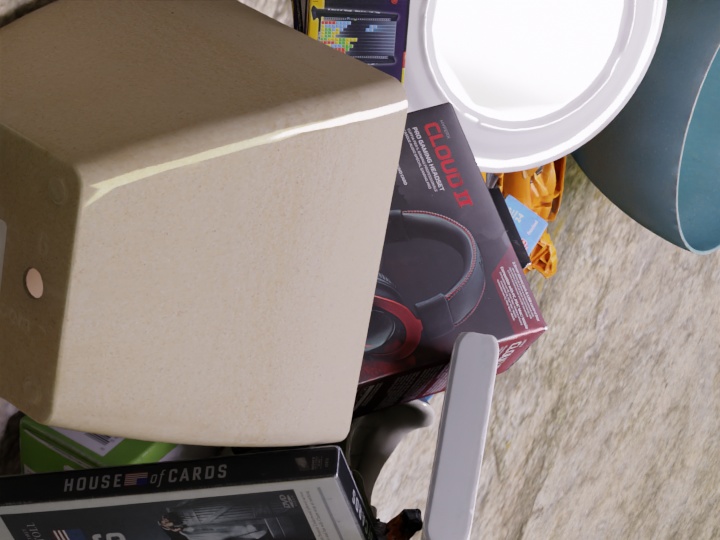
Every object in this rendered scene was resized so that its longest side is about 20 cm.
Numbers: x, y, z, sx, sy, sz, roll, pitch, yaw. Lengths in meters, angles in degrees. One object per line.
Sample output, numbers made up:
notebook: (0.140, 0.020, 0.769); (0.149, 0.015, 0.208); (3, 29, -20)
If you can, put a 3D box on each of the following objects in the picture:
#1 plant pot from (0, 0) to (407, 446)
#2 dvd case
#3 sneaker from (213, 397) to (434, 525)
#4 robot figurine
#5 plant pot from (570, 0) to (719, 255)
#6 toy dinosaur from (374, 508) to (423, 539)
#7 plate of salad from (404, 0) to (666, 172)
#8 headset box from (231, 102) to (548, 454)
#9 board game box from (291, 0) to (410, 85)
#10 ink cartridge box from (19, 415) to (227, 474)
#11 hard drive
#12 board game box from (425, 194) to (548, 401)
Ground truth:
plant pot: (-0.120, -0.023, 1.352); (0.177, 0.200, 0.200); (-13, 122, -43)
dvd case: (-0.089, 0.153, 1.445); (0.150, 0.199, 0.025); (69, 20, -47)
sneaker: (-0.034, 0.128, 1.540); (0.200, 0.090, 0.067); (-54, 152, -21)
robot figurine: (0.098, -0.073, 1.809); (0.145, 0.058, 0.200); (-38, 141, -45)
plant pot: (0.208, -0.126, 1.873); (0.200, 0.135, 0.200); (-41, 142, -43)
toy dinosaur: (-0.009, 0.193, 1.603); (0.136, 0.102, 0.200); (-47, 164, -1)
plate of salad: (0.091, -0.156, 1.602); (0.200, 0.048, 0.201); (-9, 113, -22)
headset box: (0.000, 0.000, 1.520); (0.200, 0.149, 0.075); (-15, 163, -24)
board game box: (-0.005, -0.197, 1.430); (0.200, 0.057, 0.166); (-97, -170, -57)
ink cartridge box: (-0.123, 0.142, 1.578); (0.148, 0.076, 0.200); (-39, 145, -42)
hard drive: (0.048, 0.143, 1.502); (0.200, 0.026, 0.132); (95, 5, -56)
board game box: (0.030, 0.060, 1.686); (0.200, 0.037, 0.151); (-52, -178, 45)
